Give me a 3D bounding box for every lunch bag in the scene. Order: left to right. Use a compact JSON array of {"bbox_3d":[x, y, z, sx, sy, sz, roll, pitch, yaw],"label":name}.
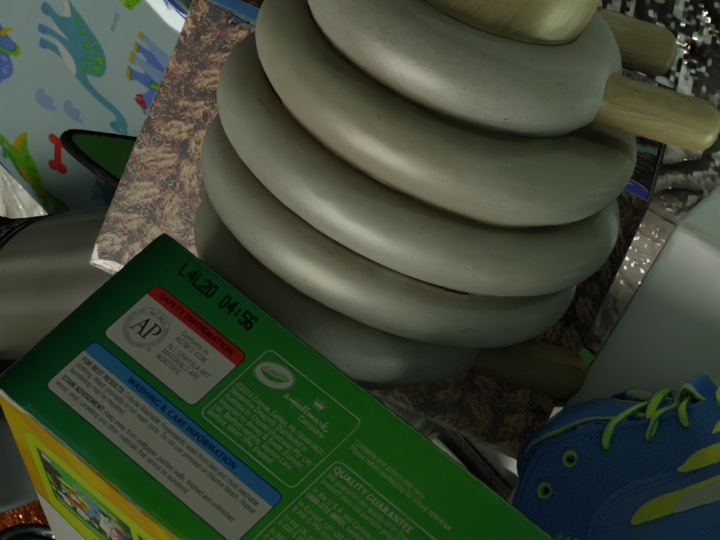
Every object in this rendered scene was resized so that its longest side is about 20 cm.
[{"bbox_3d":[-0.101,-0.097,1.242,0.161,0.082,0.200,43,148,14],"label":"lunch bag"}]

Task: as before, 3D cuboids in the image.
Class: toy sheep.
[{"bbox_3d":[0.018,-0.029,0.861,0.138,0.138,0.200,33,115,19],"label":"toy sheep"}]

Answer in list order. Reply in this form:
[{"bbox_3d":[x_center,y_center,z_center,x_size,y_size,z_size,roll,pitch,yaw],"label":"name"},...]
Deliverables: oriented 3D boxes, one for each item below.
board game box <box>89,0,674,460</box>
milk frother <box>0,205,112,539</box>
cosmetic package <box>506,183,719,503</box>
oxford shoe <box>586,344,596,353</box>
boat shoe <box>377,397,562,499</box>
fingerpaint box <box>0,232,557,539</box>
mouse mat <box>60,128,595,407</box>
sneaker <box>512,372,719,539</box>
[{"bbox_3d":[0.016,-0.035,1.027,0.159,0.200,0.097,25,106,3],"label":"board game box"},{"bbox_3d":[-0.098,0.080,1.204,0.188,0.181,0.200,-4,132,52],"label":"milk frother"},{"bbox_3d":[0.170,0.056,0.953,0.167,0.200,0.167,37,126,12],"label":"cosmetic package"},{"bbox_3d":[0.113,0.121,1.257,0.200,0.073,0.071,49,149,-6],"label":"oxford shoe"},{"bbox_3d":[0.011,0.045,1.200,0.200,0.071,0.072,35,169,29],"label":"boat shoe"},{"bbox_3d":[0.001,0.107,0.846,0.200,0.073,0.167,37,158,27],"label":"fingerpaint box"},{"bbox_3d":[0.000,0.000,1.082,0.200,0.161,0.008,38,111,37],"label":"mouse mat"},{"bbox_3d":[0.096,0.058,0.826,0.105,0.076,0.200,36,126,14],"label":"sneaker"}]
